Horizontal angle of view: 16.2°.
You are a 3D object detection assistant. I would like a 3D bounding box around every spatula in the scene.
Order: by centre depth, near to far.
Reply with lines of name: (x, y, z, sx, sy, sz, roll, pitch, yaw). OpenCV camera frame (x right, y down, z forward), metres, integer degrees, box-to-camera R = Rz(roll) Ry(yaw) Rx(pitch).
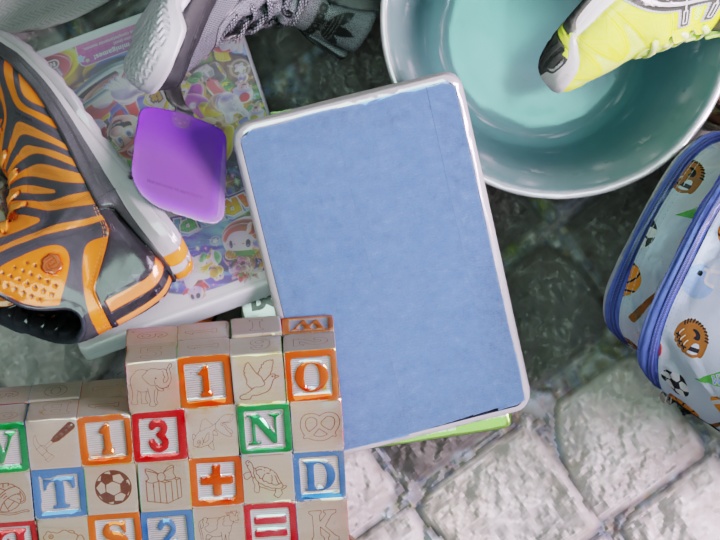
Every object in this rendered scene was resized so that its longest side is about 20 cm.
spatula: (-0.105, -0.107, 1.435, 0.056, 0.201, 0.021, 16, 130, -22)

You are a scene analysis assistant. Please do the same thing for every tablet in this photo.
tablet: (0.013, -0.001, 1.402, 0.129, 0.014, 0.201, -14, 107, -2)

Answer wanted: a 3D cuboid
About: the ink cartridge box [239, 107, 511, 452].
ink cartridge box: (0.000, 0.000, 1.474, 0.147, 0.076, 0.201, -9, 92, 1)

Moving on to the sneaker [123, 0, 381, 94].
sneaker: (-0.051, -0.152, 1.438, 0.114, 0.076, 0.200, 34, 49, -7)

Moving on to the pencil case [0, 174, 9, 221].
pencil case: (-0.274, -0.059, 1.478, 0.089, 0.078, 0.200, -44, 90, -13)

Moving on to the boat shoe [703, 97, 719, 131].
boat shoe: (0.282, -0.103, 1.469, 0.199, 0.072, 0.076, 0, 91, 1)

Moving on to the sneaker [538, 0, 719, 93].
sneaker: (0.186, -0.152, 1.369, 0.200, 0.075, 0.077, -35, 91, -3)

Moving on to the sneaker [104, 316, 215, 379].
sneaker: (-0.103, 0.102, 1.479, 0.112, 0.078, 0.201, 26, 93, -9)

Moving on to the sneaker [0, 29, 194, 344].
sneaker: (-0.190, -0.043, 1.412, 0.112, 0.078, 0.200, -36, 63, -8)

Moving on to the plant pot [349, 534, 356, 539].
plant pot: (-0.081, 0.263, 1.440, 0.199, 0.187, 0.188, -17, 90, 15)

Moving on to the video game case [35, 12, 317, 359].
video game case: (-0.117, -0.060, 1.460, 0.142, 0.018, 0.201, -19, 62, 1)

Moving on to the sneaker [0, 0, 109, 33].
sneaker: (-0.230, -0.193, 1.477, 0.199, 0.074, 0.116, -19, 58, -24)

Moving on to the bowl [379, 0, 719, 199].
bowl: (0.106, -0.138, 1.452, 0.199, 0.105, 0.202, 0, 89, -5)

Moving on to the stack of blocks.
stack of blocks: (-0.108, 0.093, 1.385, 0.199, 0.059, 0.116, -5, 108, -1)

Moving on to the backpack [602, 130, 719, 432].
backpack: (0.227, 0.005, 1.414, 0.153, 0.190, 0.201, 22, 91, 17)
